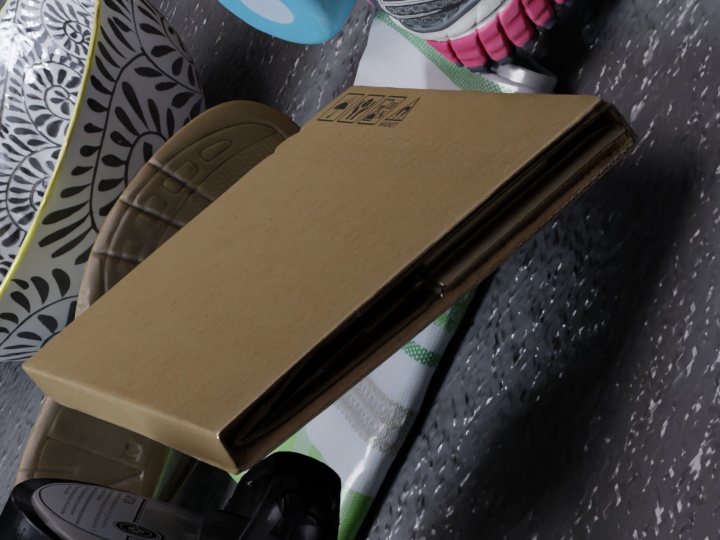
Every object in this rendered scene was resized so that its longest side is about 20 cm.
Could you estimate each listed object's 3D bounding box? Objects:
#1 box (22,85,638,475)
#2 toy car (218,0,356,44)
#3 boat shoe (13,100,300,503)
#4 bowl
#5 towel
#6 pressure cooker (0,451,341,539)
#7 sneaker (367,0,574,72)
[{"bbox_3d":[-0.018,-0.003,0.964,0.163,0.021,0.200,-41,19,-15],"label":"box"},{"bbox_3d":[-0.035,-0.173,1.205,0.184,0.177,0.200,-62,-10,-17],"label":"toy car"},{"bbox_3d":[-0.080,0.026,1.187,0.200,0.074,0.066,-62,-7,-3],"label":"boat shoe"},{"bbox_3d":[-0.120,-0.039,1.302,0.201,0.094,0.201,-47,32,42],"label":"bowl"},{"bbox_3d":[0.000,0.000,1.082,0.200,0.031,0.149,-65,22,10],"label":"towel"},{"bbox_3d":[-0.052,0.150,0.892,0.176,0.179,0.200,29,98,45],"label":"pressure cooker"},{"bbox_3d":[0.072,-0.153,0.974,0.200,0.075,0.081,-47,28,20],"label":"sneaker"}]
